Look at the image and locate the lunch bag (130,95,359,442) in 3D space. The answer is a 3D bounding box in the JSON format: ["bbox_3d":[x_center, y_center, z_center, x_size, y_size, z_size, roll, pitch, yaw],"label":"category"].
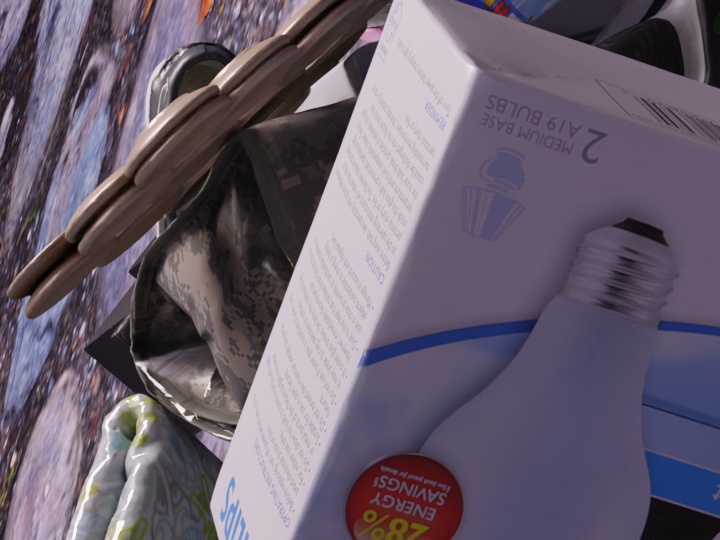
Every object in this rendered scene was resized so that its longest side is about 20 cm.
[{"bbox_3d":[0.000,0.000,1.253,0.118,0.164,0.200,65,152,12],"label":"lunch bag"}]

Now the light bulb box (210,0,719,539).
[{"bbox_3d":[0.077,0.039,0.913,0.125,0.198,0.200,-115,43,-70],"label":"light bulb box"}]

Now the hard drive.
[{"bbox_3d":[0.031,-0.090,1.345,0.200,0.132,0.027,151,101,-71],"label":"hard drive"}]

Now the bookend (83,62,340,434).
[{"bbox_3d":[-0.069,0.010,1.511,0.200,0.092,0.199,-54,9,-25],"label":"bookend"}]

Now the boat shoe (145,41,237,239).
[{"bbox_3d":[-0.067,-0.011,1.357,0.060,0.076,0.200,-179,74,-81],"label":"boat shoe"}]

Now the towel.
[{"bbox_3d":[-0.086,0.184,1.296,0.048,0.171,0.200,-1,57,28],"label":"towel"}]

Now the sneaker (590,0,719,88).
[{"bbox_3d":[0.122,-0.082,1.112,0.201,0.076,0.115,-51,6,2],"label":"sneaker"}]

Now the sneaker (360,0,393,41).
[{"bbox_3d":[0.056,-0.180,1.281,0.200,0.095,0.079,-29,41,22],"label":"sneaker"}]

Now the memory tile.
[{"bbox_3d":[-0.059,-0.061,1.169,0.200,0.017,0.153,-42,-3,-46],"label":"memory tile"}]

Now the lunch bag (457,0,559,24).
[{"bbox_3d":[0.096,-0.174,1.138,0.151,0.094,0.200,-41,-3,13],"label":"lunch bag"}]
